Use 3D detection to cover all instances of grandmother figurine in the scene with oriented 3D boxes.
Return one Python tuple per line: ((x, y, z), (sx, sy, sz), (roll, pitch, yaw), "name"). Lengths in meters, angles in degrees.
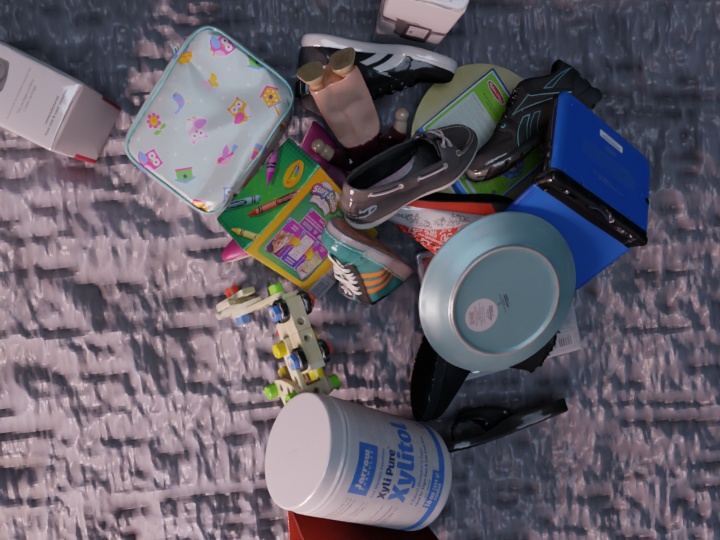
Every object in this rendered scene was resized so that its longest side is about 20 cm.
((0.003, -0.163, 0.764), (0.119, 0.061, 0.201), (-11, 136, 16), "grandmother figurine")

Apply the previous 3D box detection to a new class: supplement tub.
((0.001, 0.230, 0.755), (0.198, 0.132, 0.134), (24, 94, -36), "supplement tub")

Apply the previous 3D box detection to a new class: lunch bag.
((-0.183, -0.185, 0.781), (0.159, 0.077, 0.201), (35, 92, -6), "lunch bag")

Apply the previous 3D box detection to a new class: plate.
((0.164, 0.033, 0.735), (0.197, 0.026, 0.204), (-5, 113, -12), "plate")

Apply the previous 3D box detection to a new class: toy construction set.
((-0.097, 0.095, 0.803), (0.092, 0.131, 0.202), (-34, 92, -32), "toy construction set")

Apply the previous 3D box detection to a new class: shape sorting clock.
((0.158, -0.164, 0.827), (0.196, 0.039, 0.204), (-1, 97, -9), "shape sorting clock")

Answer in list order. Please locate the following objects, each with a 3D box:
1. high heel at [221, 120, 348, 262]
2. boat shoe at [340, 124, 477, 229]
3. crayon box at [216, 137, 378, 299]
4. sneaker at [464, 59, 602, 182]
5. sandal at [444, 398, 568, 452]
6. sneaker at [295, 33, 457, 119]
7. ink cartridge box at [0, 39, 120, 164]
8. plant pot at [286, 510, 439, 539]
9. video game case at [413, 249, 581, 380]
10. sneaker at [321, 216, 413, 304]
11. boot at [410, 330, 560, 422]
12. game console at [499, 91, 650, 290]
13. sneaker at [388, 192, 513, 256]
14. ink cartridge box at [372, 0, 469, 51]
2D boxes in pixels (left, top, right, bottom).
((-0.106, -0.096, 0.795), (0.199, 0.067, 0.097), (-34, 107, -5), "high heel")
((0.060, -0.119, 0.714), (0.199, 0.057, 0.067), (-36, 56, -20), "boat shoe")
((-0.064, -0.051, 0.744), (0.119, 0.200, 0.058), (-47, 63, 1), "crayon box")
((0.200, -0.183, 0.785), (0.199, 0.075, 0.080), (-35, 87, -10), "sneaker")
((0.181, 0.202, 0.859), (0.197, 0.076, 0.049), (-17, 71, -10), "sandal")
((0.016, -0.223, 0.797), (0.196, 0.073, 0.114), (10, 99, 7), "sneaker")
((-0.399, -0.209, 0.726), (0.198, 0.148, 0.087), (25, 92, -5), "ink cartridge box")
((0.013, 0.407, 0.805), (0.173, 0.200, 0.204), (-5, 96, -15), "plant pot")
((0.187, 0.042, 0.859), (0.197, 0.024, 0.185), (-14, 96, -2), "video game case")
((0.000, 0.000, 0.762), (0.071, 0.200, 0.080), (42, 97, 28), "sneaker")
((0.158, 0.109, 0.816), (0.160, 0.073, 0.201), (5, 111, -17), "boot")
((0.253, -0.087, 0.783), (0.198, 0.118, 0.174), (24, 68, -33), "game console")
((0.093, -0.040, 0.784), (0.198, 0.067, 0.110), (2, 110, -12), "sneaker")
((0.076, -0.346, 0.722), (0.082, 0.200, 0.148), (13, 94, -6), "ink cartridge box")
